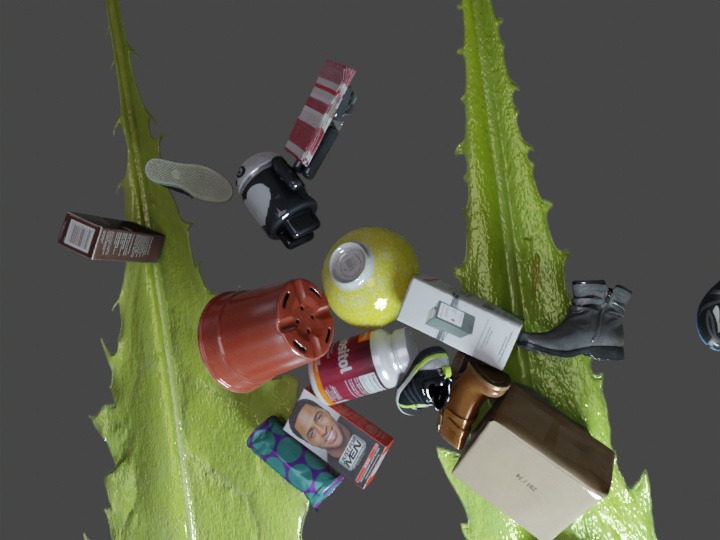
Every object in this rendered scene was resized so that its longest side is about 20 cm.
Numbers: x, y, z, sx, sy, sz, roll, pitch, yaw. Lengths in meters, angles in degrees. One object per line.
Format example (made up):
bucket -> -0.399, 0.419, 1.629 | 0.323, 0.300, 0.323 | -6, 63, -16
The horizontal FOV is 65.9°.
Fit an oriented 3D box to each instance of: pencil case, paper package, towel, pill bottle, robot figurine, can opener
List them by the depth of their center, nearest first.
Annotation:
paper package -> 0.282, 0.325, 0.929 | 0.199, 0.103, 0.192 | 33, 132, 15
pill bottle -> 0.009, 0.177, 1.057 | 0.198, 0.113, 0.115 | -20, 83, 17
towel -> -0.088, -0.316, 1.097 | 0.202, 0.023, 0.144 | -62, 31, 11
robot figurine -> -0.167, -0.142, 1.113 | 0.150, 0.125, 0.201 | -39, 78, 14
can opener -> -0.077, -0.283, 1.114 | 0.053, 0.067, 0.202 | 32, 96, 17
pencil case -> -0.133, 0.383, 1.117 | 0.199, 0.093, 0.085 | 37, 67, 17

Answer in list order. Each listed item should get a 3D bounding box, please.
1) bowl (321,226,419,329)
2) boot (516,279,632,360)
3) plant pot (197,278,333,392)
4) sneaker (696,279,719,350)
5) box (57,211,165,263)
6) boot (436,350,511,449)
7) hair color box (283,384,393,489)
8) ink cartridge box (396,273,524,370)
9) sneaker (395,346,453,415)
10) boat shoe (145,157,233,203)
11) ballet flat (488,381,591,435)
bowl -> 0.000, 0.000, 1.036 | 0.197, 0.107, 0.203 | -9, 69, 26
boot -> 0.360, 0.080, 0.945 | 0.197, 0.070, 0.134 | 4, 89, -13
plant pot -> -0.167, 0.112, 1.044 | 0.194, 0.200, 0.204 | -20, 83, 35
sneaker -> 0.603, 0.033, 0.873 | 0.070, 0.083, 0.201 | 34, 100, 16
box -> -0.528, -0.067, 1.195 | 0.099, 0.200, 0.076 | 21, 94, 17
boot -> 0.189, 0.235, 0.959 | 0.073, 0.200, 0.157 | 18, 90, -5
hair color box -> -0.045, 0.324, 1.100 | 0.198, 0.061, 0.103 | 30, 100, 17
ink cartridge box -> 0.180, 0.085, 0.983 | 0.198, 0.146, 0.085 | 25, 98, 18
sneaker -> 0.115, 0.220, 0.988 | 0.071, 0.202, 0.083 | -9, 49, -19
boat shoe -> -0.370, -0.197, 1.218 | 0.197, 0.062, 0.076 | 16, 89, 3
ballet flat -> 0.316, 0.258, 0.977 | 0.198, 0.064, 0.068 | 29, 96, 17
